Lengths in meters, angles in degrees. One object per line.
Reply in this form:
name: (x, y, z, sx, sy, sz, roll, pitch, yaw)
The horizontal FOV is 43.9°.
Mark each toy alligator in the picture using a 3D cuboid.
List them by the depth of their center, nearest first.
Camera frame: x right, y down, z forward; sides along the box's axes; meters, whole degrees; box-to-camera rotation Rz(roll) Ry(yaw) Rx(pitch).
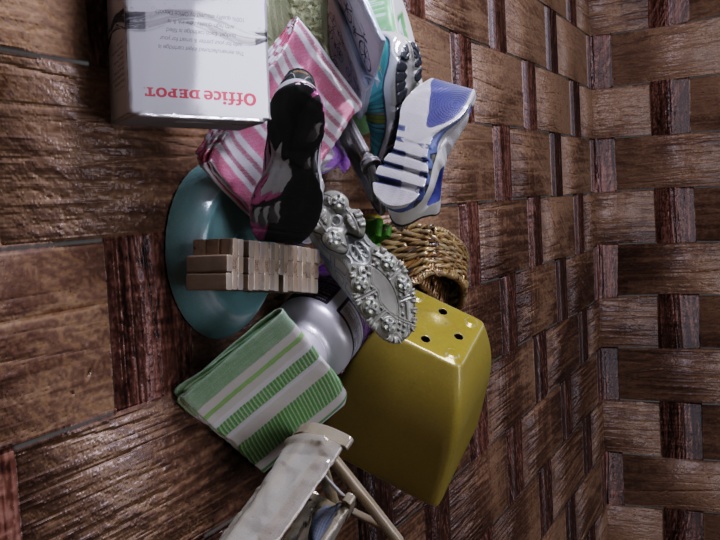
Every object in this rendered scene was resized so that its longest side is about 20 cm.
toy alligator: (0.006, -0.050, 1.240, 0.200, 0.053, 0.061, 144, -44, -67)

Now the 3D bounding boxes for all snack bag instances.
snack bag: (-0.023, -0.302, 1.065, 0.200, 0.021, 0.192, 120, -52, -76)

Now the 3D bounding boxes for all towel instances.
towel: (-0.084, -0.159, 1.008, 0.202, 0.030, 0.146, -56, 135, -11)
towel: (-0.100, -0.264, 1.021, 0.145, 0.037, 0.204, -12, 118, -18)
towel: (-0.105, 0.142, 1.025, 0.152, 0.023, 0.201, -38, 137, -3)

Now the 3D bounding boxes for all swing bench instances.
swing bench: (-0.076, 0.306, 1.013, 0.199, 0.128, 0.202, -49, 130, -30)

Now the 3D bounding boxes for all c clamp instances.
c clamp: (-0.013, -0.173, 1.156, 0.172, 0.027, 0.203, 88, -22, -67)

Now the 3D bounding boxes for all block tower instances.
block tower: (-0.112, -0.003, 0.999, 0.199, 0.057, 0.055, 4, 86, -65)

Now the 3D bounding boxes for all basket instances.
basket: (0.093, 0.030, 1.374, 0.200, 0.140, 0.152, 46, 49, -62)

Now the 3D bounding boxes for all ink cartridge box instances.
ink cartridge box: (-0.170, -0.245, 0.874, 0.142, 0.083, 0.205, -2, 91, -29)

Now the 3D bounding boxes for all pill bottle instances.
pill bottle: (-0.042, 0.062, 1.154, 0.200, 0.110, 0.115, -48, 131, -53)

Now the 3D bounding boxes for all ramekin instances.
ramekin: (0.023, -0.302, 1.256, 0.200, 0.096, 0.205, -12, 90, -76)

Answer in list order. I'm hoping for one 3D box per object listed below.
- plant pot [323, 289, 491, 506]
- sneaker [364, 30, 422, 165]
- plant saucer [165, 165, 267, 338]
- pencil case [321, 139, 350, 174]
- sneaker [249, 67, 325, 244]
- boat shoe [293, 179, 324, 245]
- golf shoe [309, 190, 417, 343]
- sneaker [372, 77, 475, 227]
plant pot: (0.077, 0.151, 1.219, 0.194, 0.192, 0.203, -48, 159, -53)
sneaker: (0.034, -0.213, 1.166, 0.077, 0.079, 0.204, -29, 135, -42)
plant saucer: (-0.148, -0.024, 1.027, 0.199, 0.035, 0.205, 7, 82, -63)
pencil case: (-0.077, -0.216, 1.124, 0.085, 0.084, 0.203, -62, 142, -46)
sneaker: (-0.070, -0.123, 0.965, 0.087, 0.078, 0.203, -89, -166, -54)
boat shoe: (-0.080, -0.100, 1.118, 0.202, 0.068, 0.072, 67, 31, -49)
golf shoe: (0.000, 0.000, 1.097, 0.077, 0.097, 0.202, -30, 86, -17)
sneaker: (0.077, -0.137, 1.139, 0.202, 0.079, 0.116, -62, 162, -21)
